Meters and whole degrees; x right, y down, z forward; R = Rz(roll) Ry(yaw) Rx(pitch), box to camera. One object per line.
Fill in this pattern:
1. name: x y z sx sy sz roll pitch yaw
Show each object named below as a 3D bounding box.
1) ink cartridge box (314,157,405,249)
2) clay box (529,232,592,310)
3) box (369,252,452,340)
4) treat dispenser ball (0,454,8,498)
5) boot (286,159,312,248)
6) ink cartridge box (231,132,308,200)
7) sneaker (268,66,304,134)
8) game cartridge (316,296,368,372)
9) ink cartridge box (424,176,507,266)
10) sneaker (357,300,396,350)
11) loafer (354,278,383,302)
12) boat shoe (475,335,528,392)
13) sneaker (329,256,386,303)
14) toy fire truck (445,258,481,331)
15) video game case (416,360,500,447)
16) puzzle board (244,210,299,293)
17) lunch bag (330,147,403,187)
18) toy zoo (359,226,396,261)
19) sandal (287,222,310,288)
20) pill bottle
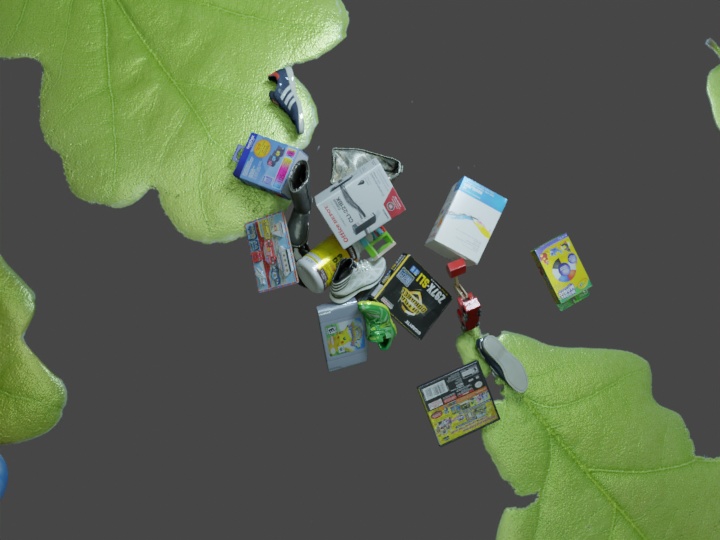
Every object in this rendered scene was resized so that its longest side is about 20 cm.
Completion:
1. ink cartridge box: -0.003 -0.174 1.557 0.198 0.084 0.146 -31 112 6
2. clay box: 0.600 0.006 1.761 0.113 0.048 0.203 -27 89 -5
3. box: 0.146 0.074 1.688 0.200 0.049 0.161 42 82 -22
4. treat dispenser ball: -1.012 0.542 1.515 0.196 0.201 0.206 0 87 -5
5. boot: -0.166 -0.176 1.613 0.071 0.200 0.186 7 74 -6
6. ink cartridge box: -0.264 -0.296 1.666 0.197 0.076 0.139 21 85 22
7. sneaker: -0.215 -0.479 1.704 0.083 0.075 0.204 -15 79 -7
8. game cartridge: -0.045 0.179 1.663 0.131 0.040 0.204 -15 111 -14
9. ink cartridge box: 0.295 -0.133 1.691 0.143 0.147 0.203 27 85 -3
10. sneaker: 0.048 0.152 1.638 0.073 0.201 0.085 -3 51 29
11. loafer: -0.002 0.098 1.707 0.200 0.063 0.072 -43 122 -2
12. boat shoe: 0.407 0.272 1.722 0.200 0.062 0.075 45 68 -10
13. sneaker: 0.000 0.000 1.618 0.199 0.116 0.075 -36 63 -27
14. toy fire truck: 0.289 0.072 1.676 0.048 0.201 0.143 -20 61 -3
15. video game case: 0.284 0.385 1.726 0.197 0.025 0.184 -22 89 -7
16. puzzle board: -0.252 -0.050 1.661 0.148 0.017 0.204 -14 88 33
17. lunch bag: 0.014 -0.269 1.664 0.195 0.164 0.121 2 89 -4
18. toy zoo: 0.011 -0.131 1.682 0.020 0.131 0.201 -37 89 33
19. sandal: -0.171 -0.047 1.697 0.073 0.045 0.205 -12 88 -7
20. pill bottle: -0.077 -0.035 1.659 0.199 0.109 0.110 -40 91 -25
